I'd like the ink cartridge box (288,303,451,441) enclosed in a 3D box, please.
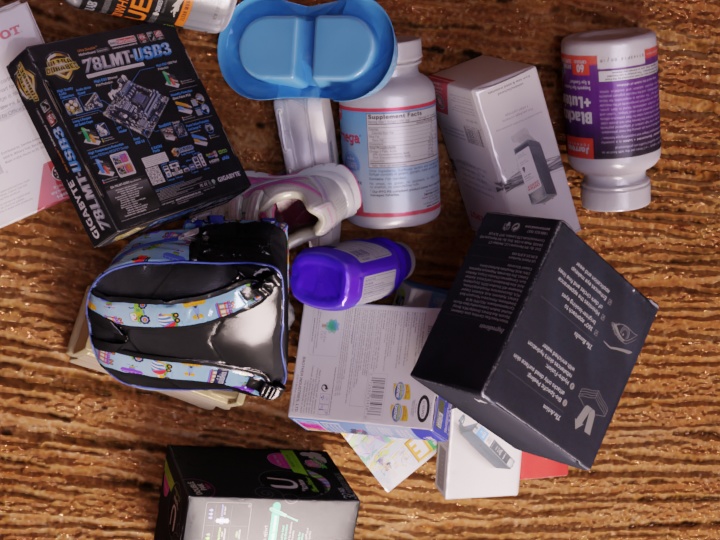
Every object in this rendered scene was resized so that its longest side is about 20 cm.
[{"bbox_3d":[0.031,0.112,1.444,0.198,0.076,0.138,3,75,19],"label":"ink cartridge box"}]

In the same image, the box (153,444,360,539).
[{"bbox_3d":[-0.121,0.285,1.499,0.198,0.149,0.125,5,103,-19],"label":"box"}]

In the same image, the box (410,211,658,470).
[{"bbox_3d":[0.186,0.074,1.386,0.196,0.117,0.201,36,73,-37],"label":"box"}]

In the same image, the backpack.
[{"bbox_3d":[-0.173,0.035,1.342,0.198,0.135,0.184,0,128,-1],"label":"backpack"}]

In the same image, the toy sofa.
[{"bbox_3d":[-0.220,0.085,1.462,0.199,0.097,0.083,22,72,-22],"label":"toy sofa"}]

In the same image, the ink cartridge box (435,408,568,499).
[{"bbox_3d":[0.180,0.162,1.537,0.175,0.045,0.202,-2,105,-16],"label":"ink cartridge box"}]

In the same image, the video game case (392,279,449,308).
[{"bbox_3d":[0.116,0.121,1.592,0.199,0.045,0.183,13,100,-21],"label":"video game case"}]

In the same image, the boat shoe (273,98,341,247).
[{"bbox_3d":[-0.062,-0.103,1.468,0.068,0.072,0.201,-1,118,11],"label":"boat shoe"}]

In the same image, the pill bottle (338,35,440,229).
[{"bbox_3d":[0.031,-0.154,1.459,0.108,0.109,0.202,-8,106,-16],"label":"pill bottle"}]

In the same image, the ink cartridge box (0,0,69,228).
[{"bbox_3d":[-0.370,-0.157,1.339,0.146,0.083,0.201,-24,110,-12],"label":"ink cartridge box"}]

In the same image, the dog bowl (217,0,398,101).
[{"bbox_3d":[-0.051,-0.232,1.391,0.198,0.050,0.112,3,89,20],"label":"dog bowl"}]

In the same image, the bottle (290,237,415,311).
[{"bbox_3d":[0.000,0.000,1.453,0.083,0.200,0.066,11,101,24],"label":"bottle"}]

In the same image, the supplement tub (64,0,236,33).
[{"bbox_3d":[-0.224,-0.315,1.326,0.199,0.123,0.123,7,101,-19],"label":"supplement tub"}]

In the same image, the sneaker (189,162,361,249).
[{"bbox_3d":[-0.103,-0.063,1.416,0.199,0.088,0.082,-12,109,23],"label":"sneaker"}]

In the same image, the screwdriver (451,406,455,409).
[{"bbox_3d":[0.175,0.115,1.484,0.199,0.028,0.029,-21,137,-8],"label":"screwdriver"}]

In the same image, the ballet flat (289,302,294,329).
[{"bbox_3d":[-0.157,0.019,1.466,0.199,0.072,0.072,23,96,-21],"label":"ballet flat"}]

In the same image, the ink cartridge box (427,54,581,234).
[{"bbox_3d":[0.160,-0.131,1.487,0.084,0.146,0.201,-22,110,-13],"label":"ink cartridge box"}]

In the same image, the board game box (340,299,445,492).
[{"bbox_3d":[0.068,0.145,1.539,0.200,0.034,0.135,-39,112,-5],"label":"board game box"}]

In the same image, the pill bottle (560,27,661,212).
[{"bbox_3d":[0.294,-0.176,1.538,0.111,0.111,0.202,-11,106,-15],"label":"pill bottle"}]

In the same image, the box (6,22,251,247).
[{"bbox_3d":[-0.226,-0.142,1.319,0.200,0.050,0.199,-26,87,-50],"label":"box"}]
